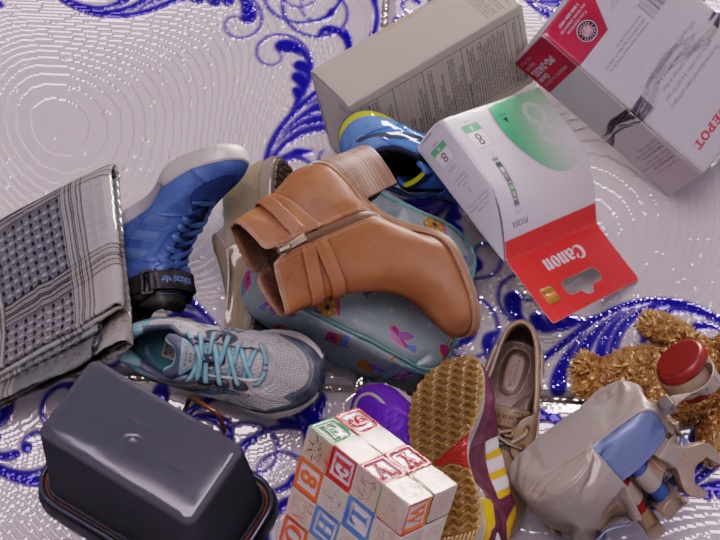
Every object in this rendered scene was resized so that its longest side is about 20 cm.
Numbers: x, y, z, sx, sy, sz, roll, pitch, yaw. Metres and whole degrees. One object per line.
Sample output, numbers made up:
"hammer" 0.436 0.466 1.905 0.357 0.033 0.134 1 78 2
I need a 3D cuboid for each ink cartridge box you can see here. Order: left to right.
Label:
"ink cartridge box" 0.163 -0.063 1.708 0.160 0.050 0.200 -22 69 -49
"ink cartridge box" 0.269 -0.191 1.786 0.200 0.083 0.145 41 68 -3

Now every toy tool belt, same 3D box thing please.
"toy tool belt" 0.233 0.160 1.597 0.199 0.123 0.125 -37 27 3

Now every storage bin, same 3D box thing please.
"storage bin" -0.171 0.161 1.607 0.199 0.135 0.146 29 66 14

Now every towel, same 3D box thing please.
"towel" -0.288 0.018 1.689 0.191 0.035 0.201 -25 53 18

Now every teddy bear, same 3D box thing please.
"teddy bear" 0.279 0.099 1.672 0.198 0.067 0.146 3 64 3

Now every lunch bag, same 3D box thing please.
"lunch bag" 0.000 0.000 1.685 0.199 0.077 0.161 29 62 -16

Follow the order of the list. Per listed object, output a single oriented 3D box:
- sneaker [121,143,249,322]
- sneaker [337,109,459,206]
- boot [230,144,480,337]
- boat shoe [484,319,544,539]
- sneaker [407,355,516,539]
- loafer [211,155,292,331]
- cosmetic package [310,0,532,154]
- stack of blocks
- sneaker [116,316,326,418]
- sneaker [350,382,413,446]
"sneaker" -0.162 -0.023 1.700 0.199 0.077 0.112 -33 65 28
"sneaker" 0.072 -0.086 1.736 0.199 0.066 0.079 16 27 -24
"boot" -0.005 0.003 1.596 0.154 0.074 0.200 -31 77 -33
"boat shoe" 0.120 0.139 1.654 0.071 0.065 0.201 8 62 5
"sneaker" 0.088 0.168 1.592 0.074 0.090 0.201 -14 49 23
"loafer" -0.099 -0.005 1.734 0.068 0.076 0.202 -7 64 29
"cosmetic package" 0.060 -0.183 1.801 0.199 0.104 0.073 -30 48 -15
"stack of blocks" -0.005 0.228 1.522 0.115 0.201 0.058 35 34 32
"sneaker" -0.124 0.082 1.630 0.199 0.086 0.078 6 88 29
"sneaker" 0.021 0.179 1.604 0.069 0.099 0.201 -35 58 29
